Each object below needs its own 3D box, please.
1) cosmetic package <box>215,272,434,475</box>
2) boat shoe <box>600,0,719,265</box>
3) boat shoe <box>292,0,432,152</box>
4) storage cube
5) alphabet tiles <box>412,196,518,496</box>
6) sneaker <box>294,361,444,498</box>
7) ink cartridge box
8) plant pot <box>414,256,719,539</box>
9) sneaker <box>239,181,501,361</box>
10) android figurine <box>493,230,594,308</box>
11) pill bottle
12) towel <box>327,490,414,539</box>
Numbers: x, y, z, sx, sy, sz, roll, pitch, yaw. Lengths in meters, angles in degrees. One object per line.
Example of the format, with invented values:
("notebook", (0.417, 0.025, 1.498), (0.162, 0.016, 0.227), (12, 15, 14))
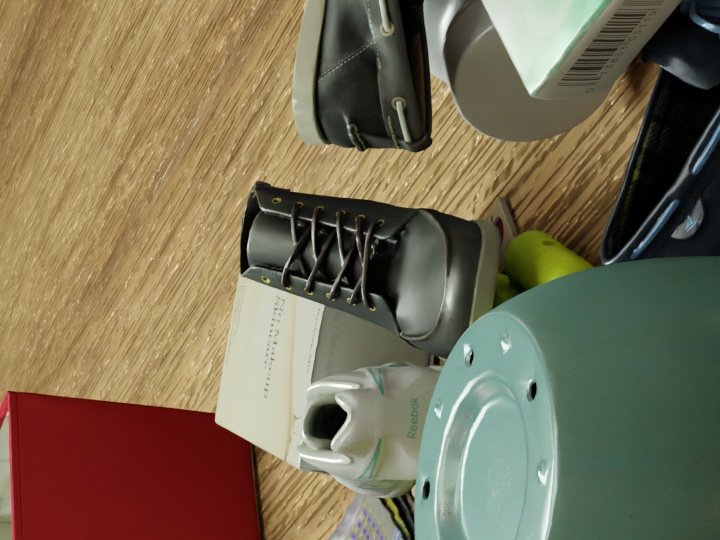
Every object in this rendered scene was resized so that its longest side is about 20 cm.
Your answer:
("cosmetic package", (-0.024, 0.061, 1.303), (0.200, 0.073, 0.104), (-171, 90, -73))
("boat shoe", (0.151, -0.083, 0.902), (0.084, 0.068, 0.201), (-149, 68, -68))
("boat shoe", (0.017, -0.155, 1.015), (0.072, 0.067, 0.201), (2, -85, -69))
("storage cube", (-0.179, 0.211, 1.523), (0.171, 0.179, 0.201), (120, 149, -45))
("alphabet tiles", (0.060, 0.089, 1.175), (0.168, 0.008, 0.201), (-106, 30, -46))
("sneaker", (0.002, 0.076, 1.105), (0.200, 0.080, 0.071), (147, 125, -73))
("ink cartridge box", (0.086, -0.198, 0.895), (0.161, 0.050, 0.201), (-53, 54, 45))
("plant pot", (0.115, 0.085, 0.809), (0.200, 0.160, 0.202), (-172, 90, -70))
("sneaker", (0.000, 0.000, 1.110), (0.200, 0.106, 0.075), (-163, 83, -74))
("android figurine", (0.076, 0.076, 1.066), (0.200, 0.041, 0.183), (-138, 59, -70))
("pill bottle", (0.066, -0.161, 1.097), (0.201, 0.112, 0.113), (-104, 30, -45))
("towel", (-0.004, 0.200, 1.127), (0.144, 0.023, 0.200), (-58, 19, 13))
